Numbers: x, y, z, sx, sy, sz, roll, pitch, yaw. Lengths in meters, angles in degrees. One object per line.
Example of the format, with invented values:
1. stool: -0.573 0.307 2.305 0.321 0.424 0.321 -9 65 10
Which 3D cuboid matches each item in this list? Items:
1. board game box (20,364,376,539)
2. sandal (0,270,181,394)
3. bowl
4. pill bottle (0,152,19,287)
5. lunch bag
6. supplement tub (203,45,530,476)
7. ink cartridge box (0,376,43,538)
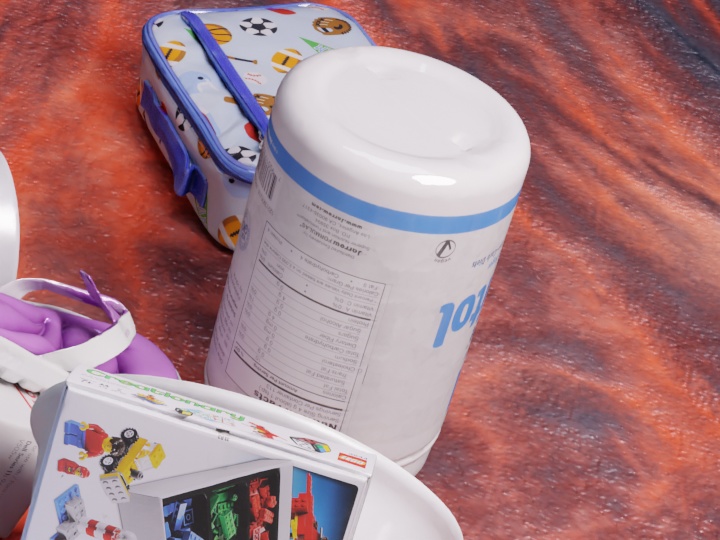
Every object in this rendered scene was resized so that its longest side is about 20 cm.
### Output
1. board game box: -0.082 0.151 0.954 0.126 0.200 0.035 17 12 1
2. sandal: -0.143 0.026 1.149 0.082 0.050 0.203 45 14 31
3. bowl: -0.063 0.131 1.039 0.201 0.201 0.091 18 66 2
4. pill bottle: -0.279 -0.018 1.191 0.200 0.120 0.120 -2 37 -26
5. lunch bag: -0.048 -0.088 1.442 0.160 0.076 0.200 -4 37 -25
6. supplement tub: 0.000 0.000 1.213 0.132 0.200 0.132 11 33 -7
7. ink cartridge box: -0.215 0.058 1.115 0.200 0.067 0.117 21 20 -48
